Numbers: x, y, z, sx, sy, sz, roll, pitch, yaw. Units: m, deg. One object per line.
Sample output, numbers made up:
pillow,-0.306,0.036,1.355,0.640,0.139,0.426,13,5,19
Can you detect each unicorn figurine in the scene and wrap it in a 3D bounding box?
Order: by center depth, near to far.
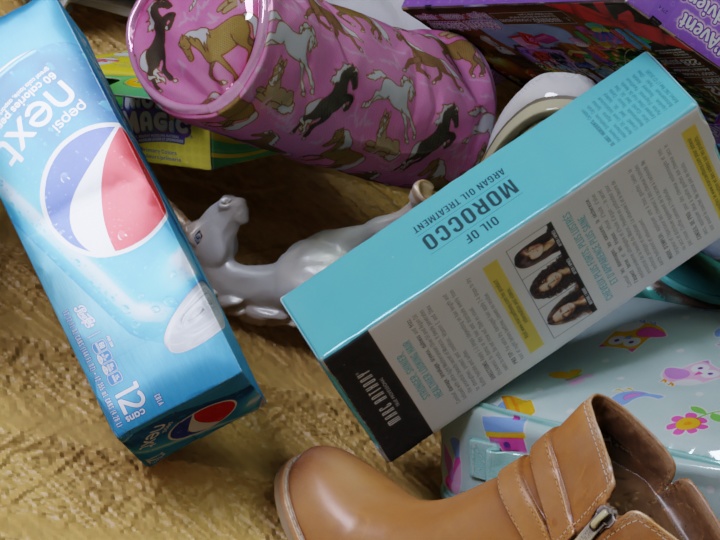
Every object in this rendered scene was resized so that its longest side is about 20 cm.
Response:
unicorn figurine,0.000,0.000,1.204,0.200,0.137,0.074,33,49,-31

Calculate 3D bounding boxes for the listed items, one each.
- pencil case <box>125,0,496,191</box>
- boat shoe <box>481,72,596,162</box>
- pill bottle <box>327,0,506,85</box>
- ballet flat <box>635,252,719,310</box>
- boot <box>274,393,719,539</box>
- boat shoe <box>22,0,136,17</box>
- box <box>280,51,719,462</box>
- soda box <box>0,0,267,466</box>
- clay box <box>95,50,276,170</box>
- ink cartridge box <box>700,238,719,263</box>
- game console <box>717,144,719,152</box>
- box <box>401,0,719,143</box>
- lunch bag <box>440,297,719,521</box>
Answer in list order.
pencil case,-0.017,-0.092,1.165,0.083,0.087,0.200,13,-2,38
boat shoe,0.098,-0.044,1.245,0.074,0.200,0.069,7,60,6
pill bottle,0.051,-0.154,1.424,0.111,0.112,0.200,40,36,16
ballet flat,0.170,0.008,1.329,0.067,0.070,0.200,40,24,6
boot,0.061,0.106,1.063,0.200,0.155,0.074,42,37,19
boat shoe,-0.158,-0.170,1.336,0.199,0.074,0.067,10,76,-1
box,0.070,-0.006,1.120,0.049,0.200,0.082,54,-3,46
soda box,-0.116,-0.018,1.112,0.064,0.068,0.200,-28,73,-1
clay box,-0.070,-0.087,1.258,0.115,0.048,0.200,9,17,38
ink cartridge box,0.212,-0.005,1.213,0.200,0.042,0.119,33,4,12
game console,0.198,-0.151,1.482,0.116,0.176,0.200,4,12,18
box,0.125,-0.108,1.190,0.137,0.039,0.200,30,-10,-27
lunch bag,0.138,0.079,1.163,0.200,0.077,0.160,10,27,33
